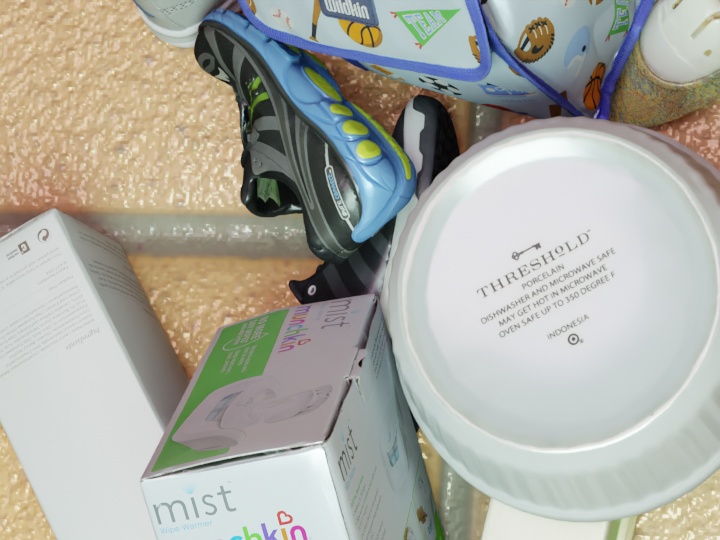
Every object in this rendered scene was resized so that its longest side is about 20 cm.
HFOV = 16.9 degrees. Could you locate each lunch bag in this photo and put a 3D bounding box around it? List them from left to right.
[{"bbox_3d":[0.033,-0.157,1.241,0.169,0.200,0.124,17,83,33],"label":"lunch bag"}]

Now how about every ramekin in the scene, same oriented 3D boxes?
[{"bbox_3d":[0.104,0.018,1.183,0.201,0.094,0.204,-3,79,14],"label":"ramekin"}]

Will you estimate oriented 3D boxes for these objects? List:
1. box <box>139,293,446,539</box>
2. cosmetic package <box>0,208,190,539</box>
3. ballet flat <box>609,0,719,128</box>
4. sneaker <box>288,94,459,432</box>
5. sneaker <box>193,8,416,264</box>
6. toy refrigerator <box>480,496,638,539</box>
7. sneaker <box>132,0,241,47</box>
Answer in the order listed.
[{"bbox_3d":[-0.021,0.131,1.188,0.096,0.200,0.177,-13,108,12],"label":"box"},{"bbox_3d":[-0.137,0.078,1.308,0.085,0.108,0.201,-30,72,8],"label":"cosmetic package"},{"bbox_3d":[0.205,-0.142,1.282,0.199,0.071,0.071,-27,74,9],"label":"ballet flat"},{"bbox_3d":[0.000,0.000,1.305,0.082,0.072,0.201,8,81,17],"label":"sneaker"},{"bbox_3d":[-0.045,-0.075,1.301,0.083,0.071,0.200,-52,44,13],"label":"sneaker"},{"bbox_3d":[0.108,0.122,1.251,0.070,0.076,0.201,11,82,16],"label":"toy refrigerator"},{"bbox_3d":[-0.057,-0.215,1.356,0.075,0.082,0.200,34,89,18],"label":"sneaker"}]
